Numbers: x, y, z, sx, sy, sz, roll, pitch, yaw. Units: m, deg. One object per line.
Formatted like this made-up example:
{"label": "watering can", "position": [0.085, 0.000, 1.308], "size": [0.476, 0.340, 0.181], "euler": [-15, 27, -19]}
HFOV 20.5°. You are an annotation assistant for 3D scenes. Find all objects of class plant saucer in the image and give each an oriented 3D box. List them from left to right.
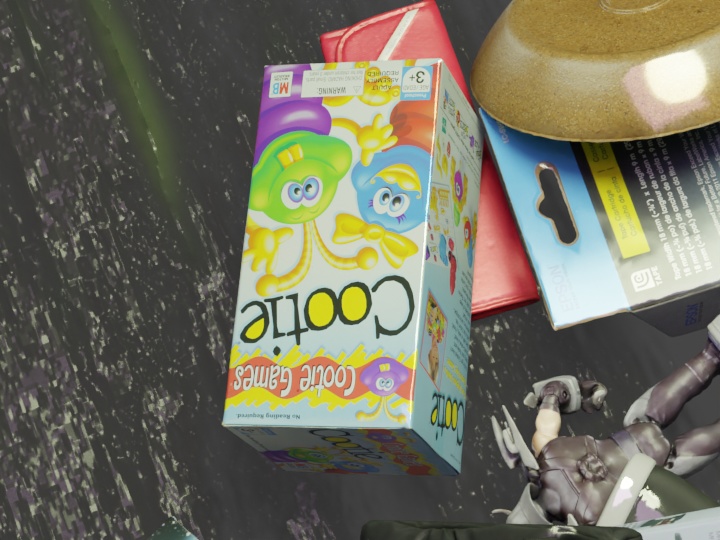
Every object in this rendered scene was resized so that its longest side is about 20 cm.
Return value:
{"label": "plant saucer", "position": [0.155, -0.138, 1.101], "size": [0.200, 0.035, 0.200], "euler": [-11, 33, 7]}

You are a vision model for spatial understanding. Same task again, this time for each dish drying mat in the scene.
{"label": "dish drying mat", "position": [0.037, -0.062, 1.150], "size": [0.077, 0.018, 0.200], "euler": [-17, 67, -1]}

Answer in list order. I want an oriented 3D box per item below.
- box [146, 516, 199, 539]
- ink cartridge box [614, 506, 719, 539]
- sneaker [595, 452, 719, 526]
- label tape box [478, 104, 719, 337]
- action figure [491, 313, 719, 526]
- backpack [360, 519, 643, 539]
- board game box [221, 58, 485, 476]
{"label": "box", "position": [-0.123, 0.233, 1.002], "size": [0.200, 0.038, 0.137], "euler": [-44, 40, -12]}
{"label": "ink cartridge box", "position": [0.181, 0.166, 0.905], "size": [0.200, 0.042, 0.119], "euler": [-12, 88, 14]}
{"label": "sneaker", "position": [0.141, 0.198, 0.969], "size": [0.099, 0.071, 0.200], "euler": [23, 103, 16]}
{"label": "label tape box", "position": [0.182, -0.046, 1.103], "size": [0.200, 0.063, 0.144], "euler": [-16, 66, 0]}
{"label": "action figure", "position": [0.156, 0.092, 1.050], "size": [0.200, 0.069, 0.130], "euler": [-32, 75, -3]}
{"label": "backpack", "position": [0.064, 0.208, 0.848], "size": [0.127, 0.167, 0.200], "euler": [6, 81, -30]}
{"label": "board game box", "position": [0.000, 0.000, 1.068], "size": [0.103, 0.105, 0.200], "euler": [-1, 71, 17]}
